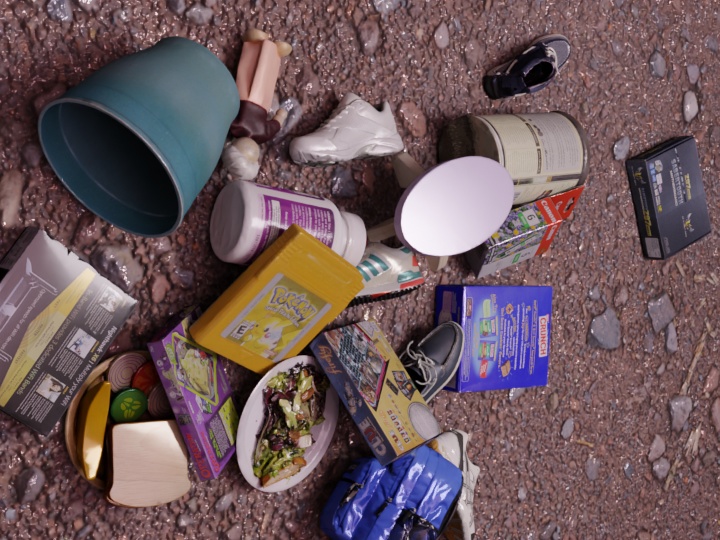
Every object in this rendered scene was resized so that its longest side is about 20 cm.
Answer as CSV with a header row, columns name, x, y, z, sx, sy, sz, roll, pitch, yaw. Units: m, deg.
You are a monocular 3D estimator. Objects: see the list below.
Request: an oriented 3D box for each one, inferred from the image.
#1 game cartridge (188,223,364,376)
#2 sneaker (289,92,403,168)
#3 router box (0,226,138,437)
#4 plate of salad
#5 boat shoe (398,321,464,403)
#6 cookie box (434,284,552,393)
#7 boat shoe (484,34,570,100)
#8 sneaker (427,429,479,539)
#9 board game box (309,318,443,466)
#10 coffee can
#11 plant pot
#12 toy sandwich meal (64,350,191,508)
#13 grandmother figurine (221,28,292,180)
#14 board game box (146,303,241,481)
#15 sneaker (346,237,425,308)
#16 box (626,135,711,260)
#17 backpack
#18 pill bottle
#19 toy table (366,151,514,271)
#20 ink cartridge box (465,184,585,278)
name,x,y,z,sx,sy,sz,roll,pitch,yaw
game cartridge,-0.104,0.047,1.305,0.200,0.032,0.176,-44,142,9
sneaker,-0.028,-0.204,1.405,0.199,0.078,0.100,-16,97,-43
router box,-0.388,0.073,1.171,0.157,0.052,0.201,43,70,-31
plate of salad,-0.093,0.220,1.380,0.199,0.048,0.201,-18,115,-43
boat shoe,0.086,0.159,1.492,0.200,0.075,0.062,-50,153,-2
cookie box,0.218,0.108,1.600,0.199,0.075,0.172,1,93,-35
boat shoe,0.303,-0.337,1.612,0.200,0.093,0.075,-36,114,-28
sneaker,0.164,0.353,1.583,0.087,0.075,0.201,-24,109,-34
board game box,0.024,0.170,1.399,0.135,0.035,0.201,-10,64,-56
coffee can,0.243,-0.177,1.550,0.199,0.146,0.147,-8,99,-35
plant pot,-0.246,-0.175,1.176,0.200,0.199,0.188,55,50,-26
toy sandwich meal,-0.282,0.205,1.248,0.204,0.070,0.207,-4,96,-36
grandmother figurine,-0.147,-0.218,1.303,0.121,0.060,0.201,15,75,-27
board game box,-0.211,0.158,1.284,0.120,0.032,0.201,-61,136,-68
sneaker,0.001,0.000,1.450,0.199,0.070,0.094,-9,78,-31
box,0.591,-0.140,1.865,0.157,0.051,0.201,-25,108,-33
backpack,0.051,0.344,1.447,0.168,0.162,0.200,40,72,-10
pill bottle,-0.095,-0.052,1.334,0.199,0.112,0.113,10,88,-34
toy table,0.112,-0.088,1.417,0.199,0.117,0.185,-14,96,-28
ink cartridge box,0.272,-0.062,1.569,0.199,0.109,0.051,-20,67,-13
